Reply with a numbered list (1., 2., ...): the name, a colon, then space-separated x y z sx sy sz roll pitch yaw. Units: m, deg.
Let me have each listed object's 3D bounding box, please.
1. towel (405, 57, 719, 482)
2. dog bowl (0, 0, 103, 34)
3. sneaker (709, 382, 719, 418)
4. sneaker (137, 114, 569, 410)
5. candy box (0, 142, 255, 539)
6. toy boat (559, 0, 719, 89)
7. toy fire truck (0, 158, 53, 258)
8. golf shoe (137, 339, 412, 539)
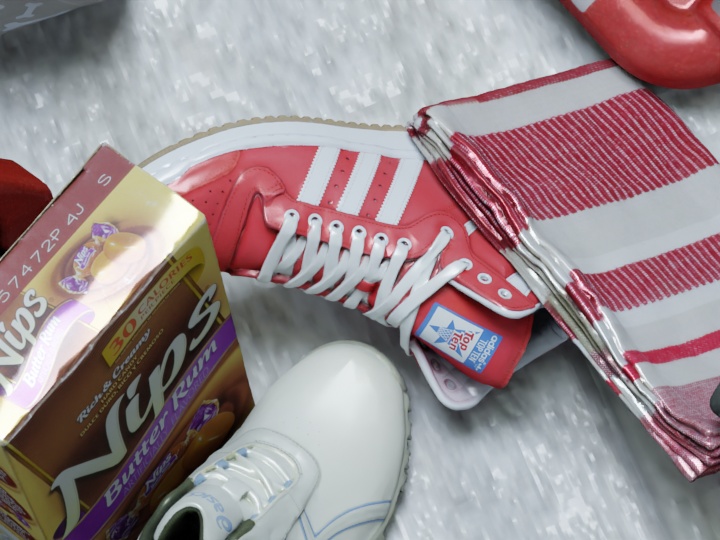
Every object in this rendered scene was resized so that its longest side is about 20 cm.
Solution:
1. towel: 0.125 -0.008 1.190 0.144 0.023 0.200 -16 59 -43
2. dog bowl: -0.182 -0.192 1.252 0.059 0.200 0.201 -30 64 19
3. sneaker: 0.233 0.049 1.131 0.201 0.067 0.108 -19 65 -43
4. sneaker: 0.000 0.000 1.172 0.199 0.071 0.113 -4 54 -28
5. candy box: -0.105 0.048 1.124 0.056 0.200 0.117 35 73 19
6. toy boat: 0.119 -0.177 1.220 0.130 0.131 0.200 -43 87 3
7. toy fire truck: -0.194 0.033 1.155 0.112 0.168 0.200 33 72 18
8. golf shoe: -0.043 0.103 1.152 0.078 0.097 0.200 26 68 17
